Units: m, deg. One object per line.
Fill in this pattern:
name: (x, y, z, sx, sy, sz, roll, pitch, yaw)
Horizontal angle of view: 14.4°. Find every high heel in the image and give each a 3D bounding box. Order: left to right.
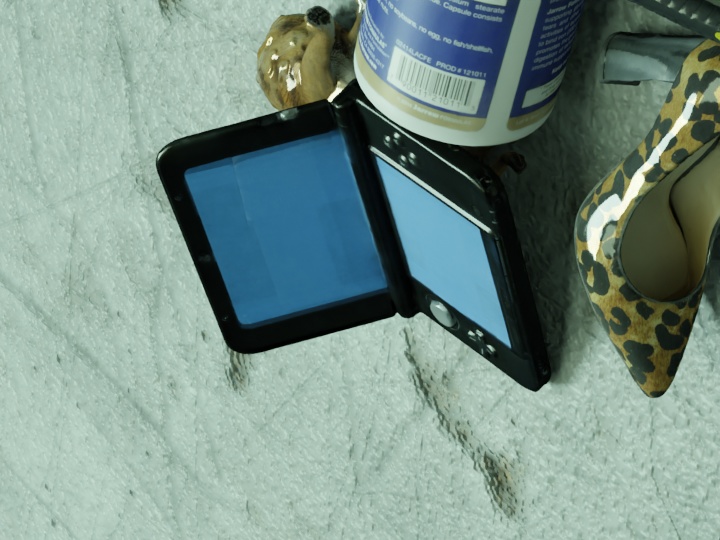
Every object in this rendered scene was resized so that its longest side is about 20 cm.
high heel: (0.176, -0.024, 1.469, 0.142, 0.071, 0.201, 12, 108, 58)

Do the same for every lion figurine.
lion figurine: (0.016, -0.091, 1.648, 0.200, 0.072, 0.123, 45, 150, 20)

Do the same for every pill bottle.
pill bottle: (0.070, -0.175, 1.501, 0.116, 0.115, 0.201, 42, 135, 30)

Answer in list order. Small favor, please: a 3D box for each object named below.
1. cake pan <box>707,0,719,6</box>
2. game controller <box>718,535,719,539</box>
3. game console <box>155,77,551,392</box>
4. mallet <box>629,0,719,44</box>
cake pan: (0.167, -0.176, 1.354, 0.200, 0.037, 0.200, 27, 168, 6)
game controller: (0.264, 0.196, 1.500, 0.200, 0.042, 0.105, 42, 136, 32)
game console: (0.000, 0.000, 1.614, 0.176, 0.116, 0.200, 37, 159, 33)
mallet: (0.204, -0.096, 1.376, 0.199, 0.041, 0.066, 22, 138, 14)
